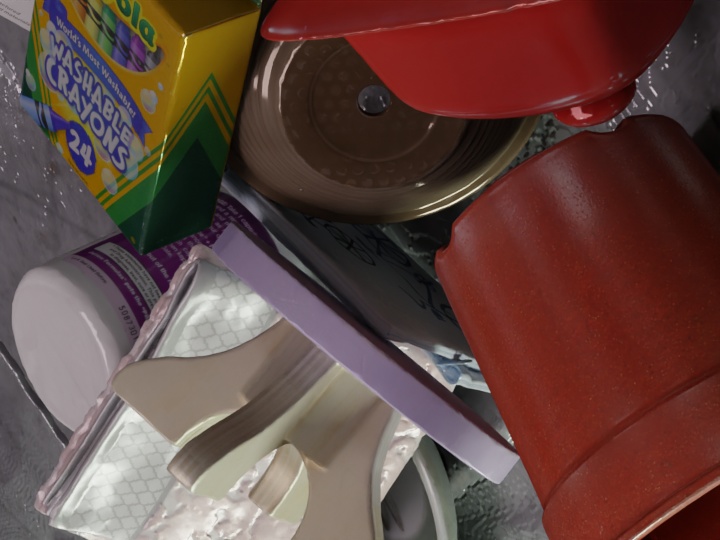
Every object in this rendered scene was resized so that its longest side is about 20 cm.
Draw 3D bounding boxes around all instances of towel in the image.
[{"bbox_3d":[-0.063,0.099,1.583,0.200,0.191,0.032,-58,27,18],"label":"towel"}]

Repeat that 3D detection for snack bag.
[{"bbox_3d":[0.000,0.000,1.542,0.189,0.200,0.021,45,101,26],"label":"snack bag"}]

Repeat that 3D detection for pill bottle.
[{"bbox_3d":[-0.103,0.016,1.652,0.112,0.200,0.113,32,135,39],"label":"pill bottle"}]

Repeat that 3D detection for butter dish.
[{"bbox_3d":[0.089,-0.135,1.310,0.199,0.200,0.148,-5,127,38],"label":"butter dish"}]

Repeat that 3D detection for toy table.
[{"bbox_3d":[-0.029,0.078,1.430,0.200,0.117,0.184,41,-177,30],"label":"toy table"}]

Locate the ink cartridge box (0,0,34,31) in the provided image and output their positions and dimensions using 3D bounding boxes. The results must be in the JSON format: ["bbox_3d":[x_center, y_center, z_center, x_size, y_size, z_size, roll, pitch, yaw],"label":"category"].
[{"bbox_3d":[-0.144,-0.243,1.558,0.085,0.146,0.200,31,144,-30],"label":"ink cartridge box"}]

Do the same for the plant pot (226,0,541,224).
[{"bbox_3d":[0.006,-0.106,1.420,0.093,0.200,0.202,-97,-1,-65],"label":"plant pot"}]

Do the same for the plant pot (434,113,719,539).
[{"bbox_3d":[0.144,0.042,1.360,0.196,0.200,0.201,60,147,20],"label":"plant pot"}]

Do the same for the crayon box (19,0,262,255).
[{"bbox_3d":[-0.116,-0.121,1.412,0.126,0.051,0.200,50,145,27],"label":"crayon box"}]

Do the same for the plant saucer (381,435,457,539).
[{"bbox_3d":[0.004,0.130,1.717,0.200,0.050,0.201,32,135,39],"label":"plant saucer"}]
